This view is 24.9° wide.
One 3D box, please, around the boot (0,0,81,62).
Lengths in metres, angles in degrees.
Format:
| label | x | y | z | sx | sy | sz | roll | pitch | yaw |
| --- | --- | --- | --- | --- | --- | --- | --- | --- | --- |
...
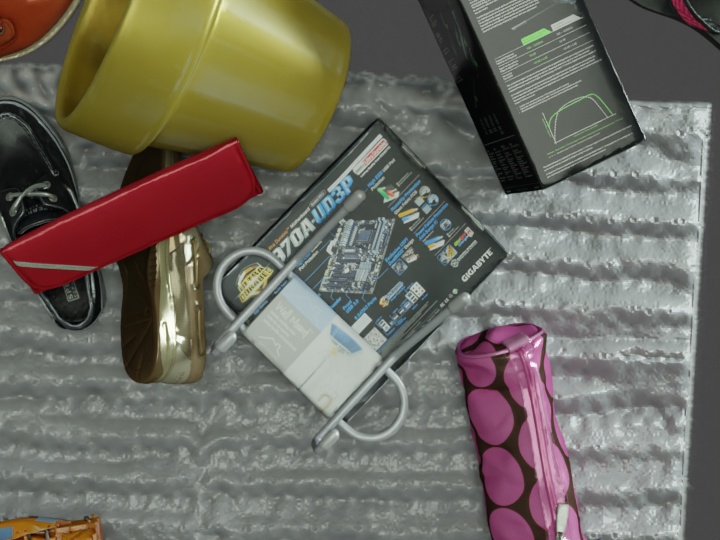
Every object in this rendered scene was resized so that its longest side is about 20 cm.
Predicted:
| label | x | y | z | sx | sy | sz | roll | pitch | yaw |
| --- | --- | --- | --- | --- | --- | --- | --- | --- | --- |
| boot | -0.306 | -0.199 | 1.294 | 0.199 | 0.107 | 0.076 | -32 | 92 | -6 |

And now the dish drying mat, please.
| label | x | y | z | sx | sy | sz | roll | pitch | yaw |
| --- | --- | --- | --- | --- | --- | --- | --- | --- | --- |
| dish drying mat | -0.174 | -0.039 | 1.258 | 0.198 | 0.077 | 0.018 | -23 | 58 | 1 |

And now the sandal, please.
| label | x | y | z | sx | sy | sz | roll | pitch | yaw |
| --- | --- | --- | --- | --- | --- | --- | --- | --- | --- |
| sandal | 0.293 | -0.234 | 1.381 | 0.199 | 0.045 | 0.076 | 33 | 88 | -5 |

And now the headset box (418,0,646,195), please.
| label | x | y | z | sx | sy | sz | roll | pitch | yaw |
| --- | --- | --- | --- | --- | --- | --- | --- | --- | --- |
| headset box | 0.128 | -0.171 | 1.303 | 0.092 | 0.174 | 0.202 | -25 | 92 | -4 |

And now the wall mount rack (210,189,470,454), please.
| label | x | y | z | sx | sy | sz | roll | pitch | yaw |
| --- | --- | --- | --- | --- | --- | --- | --- | --- | --- |
| wall mount rack | -0.018 | 0.041 | 1.295 | 0.200 | 0.075 | 0.174 | 43 | 88 | -6 |

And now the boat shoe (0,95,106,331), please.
| label | x | y | z | sx | sy | sz | roll | pitch | yaw |
| --- | --- | --- | --- | --- | --- | --- | --- | --- | --- |
| boat shoe | -0.260 | -0.046 | 1.320 | 0.071 | 0.068 | 0.202 | -17 | 93 | -5 |

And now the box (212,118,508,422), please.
| label | x | y | z | sx | sy | sz | roll | pitch | yaw |
| --- | --- | --- | --- | --- | --- | --- | --- | --- | --- |
| box | 0.000 | 0.000 | 1.357 | 0.159 | 0.046 | 0.200 | 44 | 87 | -5 |

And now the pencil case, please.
| label | x | y | z | sx | sy | sz | roll | pitch | yaw |
| --- | --- | --- | --- | --- | --- | --- | --- | --- | --- |
| pencil case | 0.137 | 0.146 | 1.351 | 0.090 | 0.094 | 0.203 | -14 | 92 | -5 |

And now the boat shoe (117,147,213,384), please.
| label | x | y | z | sx | sy | sz | roll | pitch | yaw |
| --- | --- | --- | --- | --- | --- | --- | --- | --- | --- |
| boat shoe | -0.158 | -0.008 | 1.338 | 0.064 | 0.071 | 0.203 | 6 | 81 | -40 |

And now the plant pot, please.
| label | x | y | z | sx | sy | sz | roll | pitch | yaw |
| --- | --- | --- | --- | --- | --- | --- | --- | --- | --- |
| plant pot | -0.116 | -0.172 | 1.278 | 0.187 | 0.201 | 0.203 | 21 | 89 | -20 |

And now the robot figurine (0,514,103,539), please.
| label | x | y | z | sx | sy | sz | roll | pitch | yaw |
| --- | --- | --- | --- | --- | --- | --- | --- | --- | --- |
| robot figurine | -0.303 | 0.265 | 1.327 | 0.197 | 0.058 | 0.147 | -10 | 91 | -6 |
